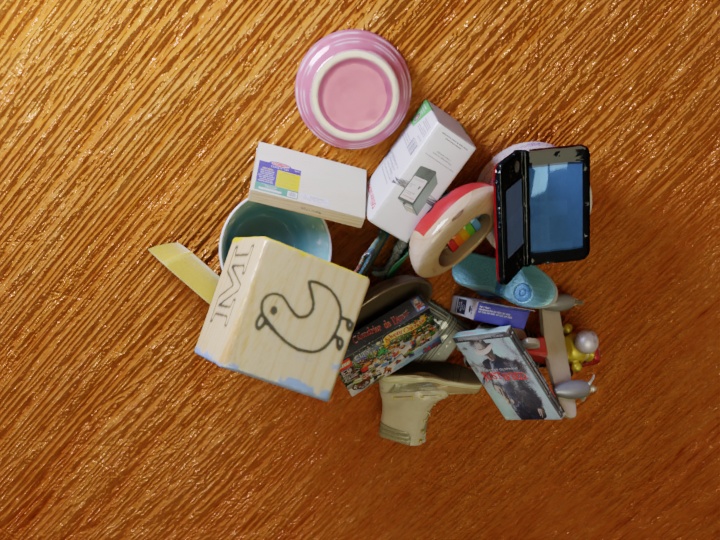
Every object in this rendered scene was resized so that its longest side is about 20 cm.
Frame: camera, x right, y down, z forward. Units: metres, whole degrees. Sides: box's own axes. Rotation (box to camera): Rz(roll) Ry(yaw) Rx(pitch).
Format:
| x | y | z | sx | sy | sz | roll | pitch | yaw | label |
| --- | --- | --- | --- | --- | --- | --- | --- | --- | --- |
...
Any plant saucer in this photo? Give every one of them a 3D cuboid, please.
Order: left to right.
| x | y | z | sx | sy | sz | roll | pitch | yaw | label |
| --- | --- | --- | --- | --- | --- | --- | --- | --- | --- |
| -0.270 | 0.022 | 1.553 | 0.200 | 0.200 | 0.049 | 44 | 82 | -21 | plant saucer |
| -0.011 | -0.298 | 1.492 | 0.198 | 0.051 | 0.203 | -2 | 114 | -4 | plant saucer |
| 0.038 | 0.071 | 1.592 | 0.198 | 0.030 | 0.201 | -25 | 155 | -13 | plant saucer |

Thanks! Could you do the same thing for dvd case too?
| x | y | z | sx | sy | sz | roll | pitch | yaw | label |
| --- | --- | --- | --- | --- | --- | --- | --- | --- | --- |
| 0.266 | 0.189 | 1.609 | 0.022 | 0.145 | 0.201 | -42 | 107 | -32 | dvd case |

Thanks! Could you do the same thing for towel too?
| x | y | z | sx | sy | sz | roll | pitch | yaw | label |
| --- | --- | --- | --- | --- | --- | --- | --- | --- | --- |
| 0.000 | 0.000 | 1.553 | 0.022 | 0.200 | 0.148 | 30 | 110 | 2 | towel |
| 0.080 | 0.136 | 1.707 | 0.192 | 0.035 | 0.201 | 33 | 109 | -18 | towel |

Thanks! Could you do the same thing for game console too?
| x | y | z | sx | sy | sz | roll | pitch | yaw | label |
| --- | --- | --- | --- | --- | --- | --- | --- | --- | --- |
| 0.298 | -0.091 | 1.454 | 0.117 | 0.172 | 0.202 | 4 | 111 | 27 | game console |

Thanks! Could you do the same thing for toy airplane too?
| x | y | z | sx | sy | sz | roll | pitch | yaw | label |
| --- | --- | --- | --- | --- | --- | --- | --- | --- | --- |
| 0.369 | 0.140 | 1.641 | 0.140 | 0.199 | 0.201 | -25 | 106 | 44 | toy airplane |

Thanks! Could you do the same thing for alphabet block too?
| x | y | z | sx | sy | sz | roll | pitch | yaw | label |
| --- | --- | --- | --- | --- | --- | --- | --- | --- | --- |
| -0.127 | 0.072 | 1.405 | 0.194 | 0.196 | 0.202 | 21 | 84 | -23 | alphabet block |

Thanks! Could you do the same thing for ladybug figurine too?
| x | y | z | sx | sy | sz | roll | pitch | yaw | label |
| --- | --- | --- | --- | --- | --- | --- | --- | --- | --- |
| 0.155 | -0.075 | 1.469 | 0.200 | 0.072 | 0.136 | -41 | 151 | -4 | ladybug figurine |

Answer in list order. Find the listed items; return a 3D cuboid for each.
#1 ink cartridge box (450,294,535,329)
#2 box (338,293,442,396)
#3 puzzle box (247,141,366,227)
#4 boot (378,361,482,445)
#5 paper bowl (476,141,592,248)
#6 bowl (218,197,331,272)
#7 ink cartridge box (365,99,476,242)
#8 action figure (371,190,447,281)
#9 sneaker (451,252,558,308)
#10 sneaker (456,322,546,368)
| x | y | z | sx | sy | sz | roll | pitch | yaw | label |
| --- | --- | --- | --- | --- | --- | --- | --- | --- | --- |
| 0.234 | 0.074 | 1.603 | 0.098 | 0.200 | 0.040 | 11 | 89 | -8 | ink cartridge box |
| 0.045 | 0.138 | 1.617 | 0.199 | 0.038 | 0.137 | -31 | 146 | -3 | box |
| -0.087 | -0.146 | 1.511 | 0.198 | 0.134 | 0.026 | 14 | 133 | -10 | puzzle box |
| 0.131 | 0.258 | 1.708 | 0.197 | 0.072 | 0.157 | 2 | 111 | 4 | boot |
| 0.297 | -0.127 | 1.565 | 0.198 | 0.105 | 0.203 | -2 | 114 | -4 | paper bowl |
| -0.160 | -0.037 | 1.548 | 0.198 | 0.105 | 0.204 | -1 | 94 | -23 | bowl |
| 0.093 | -0.169 | 1.508 | 0.084 | 0.146 | 0.201 | 30 | 110 | -18 | ink cartridge box |
| 0.092 | -0.069 | 1.589 | 0.054 | 0.118 | 0.201 | 35 | 99 | -6 | action figure |
| 0.275 | 0.023 | 1.606 | 0.198 | 0.130 | 0.080 | 21 | 89 | 30 | sneaker |
| 0.263 | 0.155 | 1.722 | 0.199 | 0.076 | 0.115 | 22 | 144 | -34 | sneaker |
